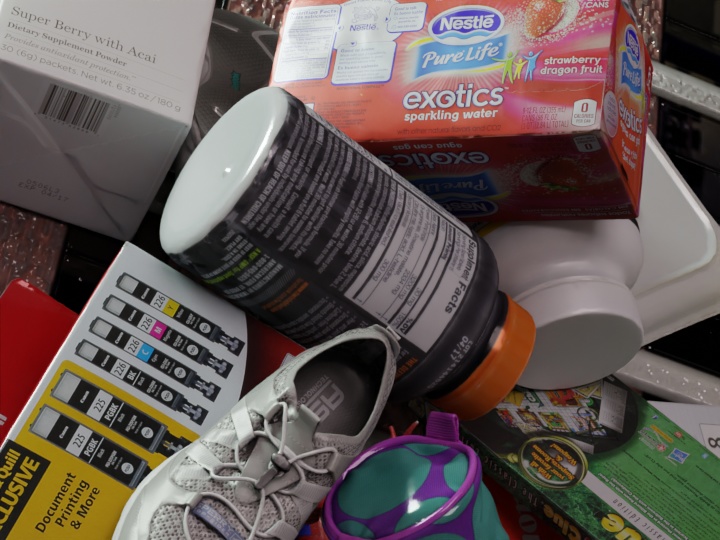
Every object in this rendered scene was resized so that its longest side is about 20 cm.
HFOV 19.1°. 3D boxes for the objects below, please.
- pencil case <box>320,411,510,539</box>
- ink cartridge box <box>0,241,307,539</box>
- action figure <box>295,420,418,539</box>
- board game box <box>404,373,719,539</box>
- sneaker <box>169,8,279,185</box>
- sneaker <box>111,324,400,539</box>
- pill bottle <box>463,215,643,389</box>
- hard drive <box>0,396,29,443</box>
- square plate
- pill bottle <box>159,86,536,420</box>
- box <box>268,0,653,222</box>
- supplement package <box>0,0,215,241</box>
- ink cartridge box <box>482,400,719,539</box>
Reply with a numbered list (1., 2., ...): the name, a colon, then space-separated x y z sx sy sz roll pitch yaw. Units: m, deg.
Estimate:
1. pencil case: 0.059 0.176 1.079 0.092 0.085 0.201 -45 122 -28
2. ink cartridge box: -0.134 0.095 1.071 0.175 0.084 0.201 30 50 -5
3. action figure: -0.009 0.156 1.122 0.065 0.099 0.201 8 52 -23
4. board game box: 0.129 0.103 1.223 0.104 0.024 0.200 -27 52 -34
5. sneaker: -0.084 -0.092 1.274 0.070 0.081 0.201 25 30 -8
6. sneaker: -0.049 0.090 1.008 0.075 0.082 0.200 38 50 -2
7. pill bottle: 0.103 -0.037 1.260 0.112 0.113 0.201 4 55 -24
8. hard drive: -0.183 0.129 1.095 0.199 0.026 0.133 -5 60 -30
9. square plate: 0.143 -0.041 1.379 0.197 0.028 0.201 -20 68 -36
10. pill bottle: 0.000 0.000 1.132 0.200 0.106 0.107 36 47 -23
11. box: 0.055 -0.090 1.182 0.198 0.096 0.100 -1 62 21
12. supplement package: -0.155 -0.143 1.237 0.120 0.120 0.201 18 51 -14
13. ink cartridge box: 0.152 0.152 1.235 0.199 0.047 0.161 6 55 -25
